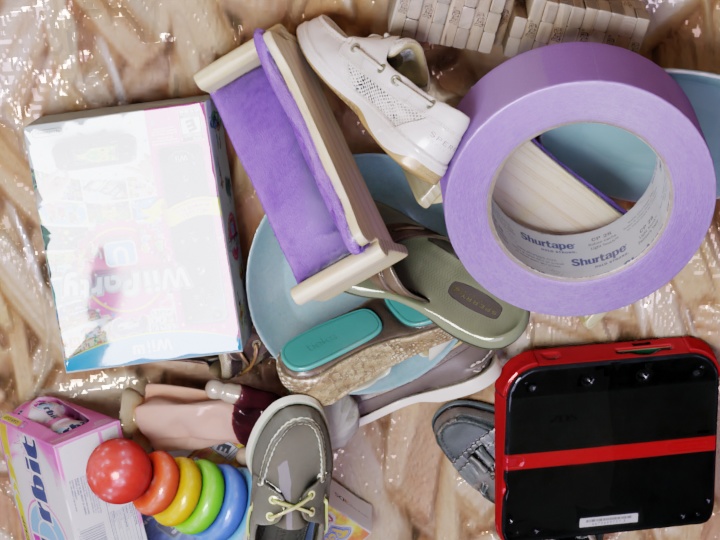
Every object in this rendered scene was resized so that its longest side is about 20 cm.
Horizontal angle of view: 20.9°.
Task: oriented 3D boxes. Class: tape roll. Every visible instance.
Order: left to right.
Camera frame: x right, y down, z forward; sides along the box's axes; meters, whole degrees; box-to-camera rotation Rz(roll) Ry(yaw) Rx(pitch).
[{"bbox_3d":[0.159,-0.066,1.446,0.200,0.066,0.200,-1,123,-1],"label":"tape roll"}]

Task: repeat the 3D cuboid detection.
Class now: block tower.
[{"bbox_3d":[0.114,-0.197,1.489,0.200,0.054,0.058,11,121,-8],"label":"block tower"}]

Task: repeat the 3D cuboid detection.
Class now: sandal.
[{"bbox_3d":[0.042,-0.007,1.525,0.201,0.080,0.057,24,162,8],"label":"sandal"}]

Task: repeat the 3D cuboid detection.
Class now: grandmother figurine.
[{"bbox_3d":[-0.099,0.123,1.633,0.200,0.061,0.121,-1,156,15],"label":"grandmother figurine"}]

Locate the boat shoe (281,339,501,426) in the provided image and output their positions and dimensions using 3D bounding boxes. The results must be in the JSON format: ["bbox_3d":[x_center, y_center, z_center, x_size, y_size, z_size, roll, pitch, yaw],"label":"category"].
[{"bbox_3d":[0.017,0.089,1.664,0.200,0.072,0.060,-16,113,11],"label":"boat shoe"}]

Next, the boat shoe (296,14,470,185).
[{"bbox_3d":[0.022,-0.143,1.453,0.069,0.200,0.071,-50,138,12],"label":"boat shoe"}]

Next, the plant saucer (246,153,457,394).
[{"bbox_3d":[0.000,0.000,1.598,0.201,0.039,0.201,-4,104,-16],"label":"plant saucer"}]

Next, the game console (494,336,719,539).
[{"bbox_3d":[0.215,0.148,1.697,0.200,0.031,0.177,-4,113,-8],"label":"game console"}]

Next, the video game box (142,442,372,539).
[{"bbox_3d":[-0.121,0.236,1.771,0.182,0.047,0.200,36,116,-23],"label":"video game box"}]

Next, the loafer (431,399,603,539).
[{"bbox_3d":[0.146,0.188,1.732,0.200,0.063,0.072,37,117,-22],"label":"loafer"}]

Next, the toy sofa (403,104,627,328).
[{"bbox_3d":[0.139,-0.054,1.555,0.200,0.083,0.098,34,106,-22],"label":"toy sofa"}]

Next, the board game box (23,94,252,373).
[{"bbox_3d":[-0.173,-0.030,1.548,0.147,0.064,0.200,-7,102,5],"label":"board game box"}]

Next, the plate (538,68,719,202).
[{"bbox_3d":[0.239,-0.110,1.527,0.200,0.026,0.200,4,153,2],"label":"plate"}]

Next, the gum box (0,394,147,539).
[{"bbox_3d":[-0.242,0.210,1.675,0.066,0.113,0.200,-21,109,-32],"label":"gum box"}]

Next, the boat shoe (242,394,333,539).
[{"bbox_3d":[-0.057,0.190,1.575,0.072,0.060,0.202,-1,127,-14],"label":"boat shoe"}]

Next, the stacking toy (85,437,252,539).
[{"bbox_3d":[-0.141,0.190,1.633,0.200,0.085,0.085,23,121,-36],"label":"stacking toy"}]

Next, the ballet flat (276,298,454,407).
[{"bbox_3d":[0.027,0.051,1.573,0.200,0.071,0.065,-23,136,-8],"label":"ballet flat"}]

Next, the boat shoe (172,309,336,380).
[{"bbox_3d":[-0.109,0.061,1.629,0.200,0.072,0.072,9,146,-8],"label":"boat shoe"}]

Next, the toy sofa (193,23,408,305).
[{"bbox_3d":[-0.050,-0.080,1.477,0.083,0.098,0.200,-28,78,17],"label":"toy sofa"}]
